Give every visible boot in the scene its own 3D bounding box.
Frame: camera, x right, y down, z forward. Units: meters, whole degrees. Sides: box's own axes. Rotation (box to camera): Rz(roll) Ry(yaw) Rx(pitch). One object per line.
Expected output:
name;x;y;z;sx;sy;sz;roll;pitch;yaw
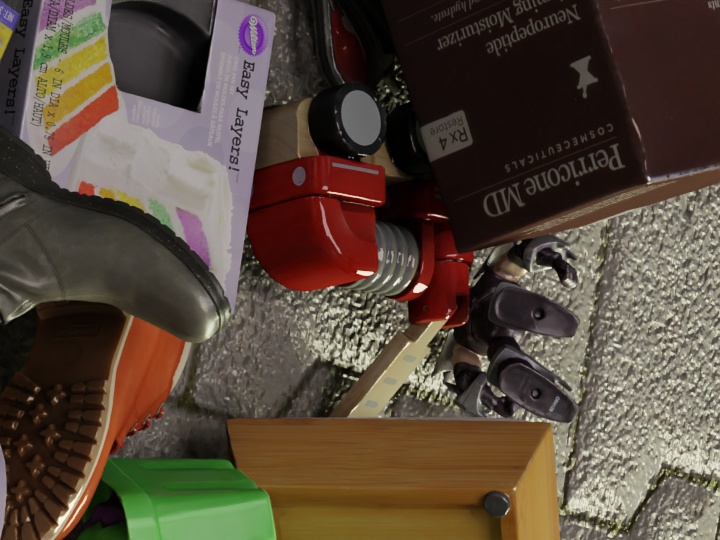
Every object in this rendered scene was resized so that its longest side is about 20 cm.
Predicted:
boot;-0.146;0.079;1.576;0.107;0.075;0.200;54;48;-52
boot;-0.180;0.012;1.491;0.131;0.200;0.068;-52;167;-31

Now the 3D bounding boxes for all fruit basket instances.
fruit basket;-0.141;0.215;1.602;0.215;0.155;0.216;-3;100;-18

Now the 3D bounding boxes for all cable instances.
cable;-0.028;-0.185;1.785;0.200;0.050;0.097;54;50;-19

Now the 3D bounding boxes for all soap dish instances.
soap dish;0.020;0.167;1.702;0.081;0.199;0.158;-71;159;-62

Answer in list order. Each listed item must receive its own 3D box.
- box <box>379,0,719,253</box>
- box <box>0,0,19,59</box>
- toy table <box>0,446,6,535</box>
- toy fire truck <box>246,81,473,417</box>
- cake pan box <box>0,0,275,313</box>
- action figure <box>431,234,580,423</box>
box;0.137;-0.136;1.727;0.164;0.166;0.201;-12;84;-46
box;-0.273;-0.082;1.531;0.117;0.048;0.200;36;68;-39
toy table;-0.280;0.148;1.445;0.117;0.184;0.200;30;75;-53
toy fire truck;0.000;0.000;1.768;0.176;0.128;0.201;9;74;-44
cake pan box;-0.140;-0.084;1.660;0.184;0.052;0.201;16;80;-46
action figure;0.098;0.040;1.821;0.069;0.200;0.130;15;97;-8
